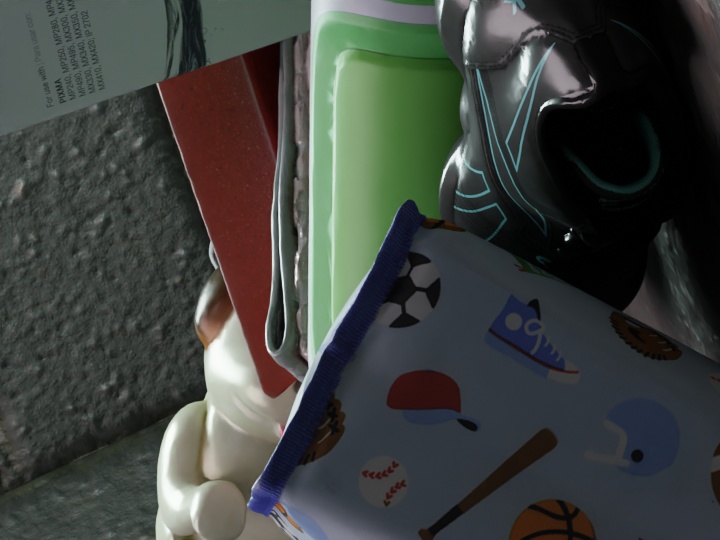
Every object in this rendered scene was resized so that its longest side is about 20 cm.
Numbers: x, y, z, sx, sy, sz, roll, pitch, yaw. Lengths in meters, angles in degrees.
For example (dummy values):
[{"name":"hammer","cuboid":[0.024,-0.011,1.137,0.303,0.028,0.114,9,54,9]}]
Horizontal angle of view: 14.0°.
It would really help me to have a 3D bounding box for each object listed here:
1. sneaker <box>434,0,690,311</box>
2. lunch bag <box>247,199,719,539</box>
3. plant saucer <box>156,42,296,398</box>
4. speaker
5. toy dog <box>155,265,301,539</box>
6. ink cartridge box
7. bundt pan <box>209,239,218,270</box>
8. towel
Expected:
[{"name":"sneaker","cuboid":[0.067,-0.032,0.951,0.079,0.075,0.200,59,172,35]},{"name":"lunch bag","cuboid":[0.057,0.070,0.953,0.170,0.124,0.200,30,169,3]},{"name":"plant saucer","cuboid":[-0.020,-0.073,1.349,0.200,0.037,0.201,-48,-54,-56]},{"name":"speaker","cuboid":[0.024,-0.031,1.053,0.089,0.088,0.201,-123,30,-59]},{"name":"toy dog","cuboid":[-0.028,0.082,1.469,0.194,0.139,0.201,-67,-10,-45]},{"name":"ink cartridge box","cuboid":[-0.088,-0.157,1.220,0.145,0.199,0.085,-120,15,-44]},{"name":"bundt pan","cuboid":[0.000,0.000,1.563,0.202,0.076,0.203,43,145,39]},{"name":"towel","cuboid":[0.015,0.003,1.293,0.191,0.032,0.201,47,-147,-46]}]
